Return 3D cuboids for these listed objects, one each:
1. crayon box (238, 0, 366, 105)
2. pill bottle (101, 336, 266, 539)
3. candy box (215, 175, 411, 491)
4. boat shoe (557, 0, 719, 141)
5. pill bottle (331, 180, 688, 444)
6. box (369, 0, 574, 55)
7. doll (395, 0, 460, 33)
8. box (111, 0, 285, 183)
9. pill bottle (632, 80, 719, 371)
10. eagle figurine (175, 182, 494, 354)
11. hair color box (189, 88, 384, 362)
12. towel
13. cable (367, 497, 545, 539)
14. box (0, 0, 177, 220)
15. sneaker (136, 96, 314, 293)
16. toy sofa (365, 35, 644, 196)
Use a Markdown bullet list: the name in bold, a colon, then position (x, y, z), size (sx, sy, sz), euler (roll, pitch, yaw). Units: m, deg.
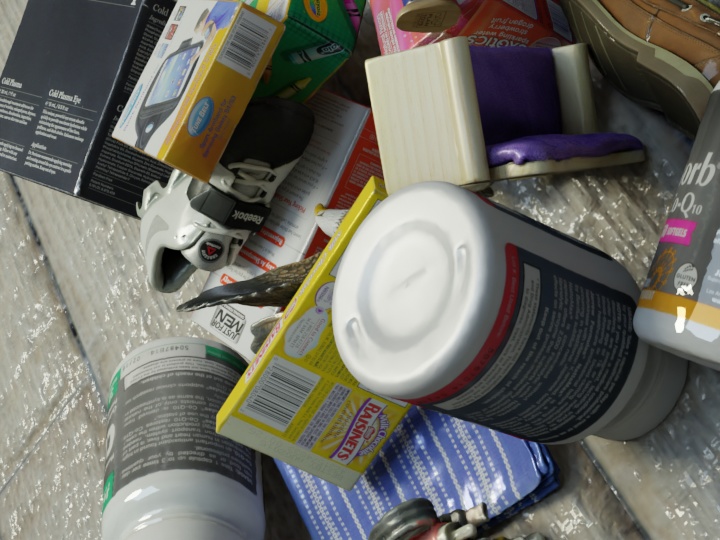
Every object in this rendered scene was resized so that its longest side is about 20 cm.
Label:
- **crayon box**: position (-0.070, -0.163, 1.214), size (0.200, 0.058, 0.119), euler (-39, 30, 46)
- **pill bottle**: position (-0.124, 0.151, 1.148), size (0.113, 0.113, 0.200), euler (-44, 31, 26)
- **candy box**: position (0.000, 0.044, 1.018), size (0.200, 0.102, 0.026), euler (-56, 21, 24)
- **boat shoe**: position (0.189, -0.142, 1.006), size (0.068, 0.072, 0.200), euler (-34, 39, -2)
- **pill bottle**: position (0.093, 0.034, 0.926), size (0.119, 0.200, 0.120), euler (-22, 59, 41)
- **box**: position (0.064, -0.223, 1.142), size (0.095, 0.100, 0.201), euler (-35, 52, 33)
- **doll**: position (0.024, -0.253, 1.057), size (0.137, 0.048, 0.201), euler (104, 157, -65)
- **box**: position (-0.122, -0.133, 1.164), size (0.119, 0.041, 0.200), euler (-64, 24, 0)
- **pill bottle**: position (0.230, -0.040, 0.872), size (0.116, 0.116, 0.201), euler (17, 87, 49)
- **eagle figurine**: position (-0.003, -0.001, 1.092), size (0.200, 0.152, 0.151), euler (-50, 11, -7)
- **hair color box**: position (-0.041, -0.030, 1.205), size (0.101, 0.061, 0.200), euler (30, 95, 50)
- **towel**: position (0.026, 0.119, 1.064), size (0.200, 0.024, 0.145), euler (-37, 70, 31)
- **cable**: position (0.016, 0.199, 1.019), size (0.200, 0.097, 0.050), euler (-40, 50, 30)
- **box**: position (-0.226, -0.151, 1.425), size (0.200, 0.104, 0.183), euler (19, 89, 49)
- **sneaker**: position (-0.094, -0.047, 1.174), size (0.200, 0.074, 0.089), euler (-41, 44, 45)
- **toy sofa**: position (0.093, -0.095, 0.972), size (0.097, 0.200, 0.083), euler (-9, 92, 29)
